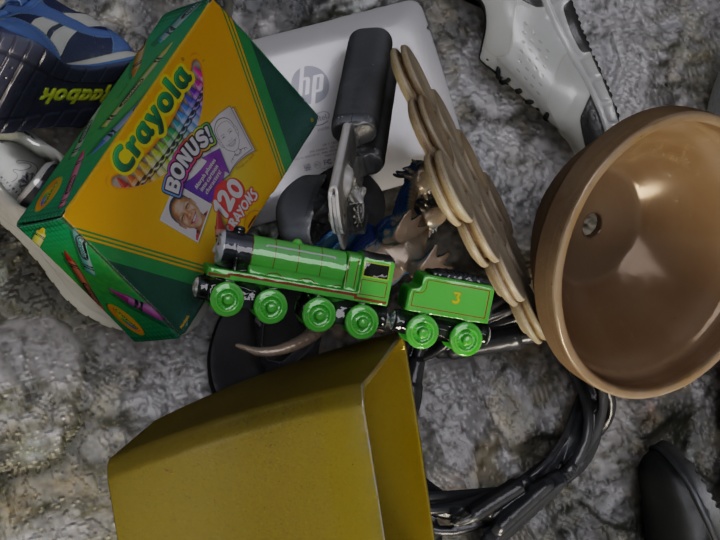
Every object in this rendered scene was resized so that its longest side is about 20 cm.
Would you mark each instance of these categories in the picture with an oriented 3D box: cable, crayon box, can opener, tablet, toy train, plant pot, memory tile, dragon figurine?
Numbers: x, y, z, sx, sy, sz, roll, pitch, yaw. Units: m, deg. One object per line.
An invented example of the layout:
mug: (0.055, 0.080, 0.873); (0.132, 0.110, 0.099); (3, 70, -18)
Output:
cable: (0.089, 0.096, 1.401); (0.200, 0.051, 0.163); (-41, 86, -13)
crayon box: (-0.124, -0.067, 1.311); (0.119, 0.058, 0.201); (47, 57, -27)
can opener: (-0.017, -0.091, 1.340); (0.066, 0.054, 0.201); (-3, 41, 10)
tablet: (-0.031, -0.112, 1.419); (0.199, 0.014, 0.131); (-16, 85, -15)
toy train: (-0.008, 0.013, 1.269); (0.199, 0.042, 0.057); (10, 95, -13)
plant pot: (-0.054, 0.163, 1.270); (0.175, 0.200, 0.201); (-7, 97, 10)
memory tile: (0.073, -0.049, 1.330); (0.017, 0.200, 0.154); (-25, 50, 11)
dragon figurine: (0.000, 0.000, 1.343); (0.200, 0.099, 0.059); (-42, 105, -7)
plant pot: (0.186, -0.021, 1.367); (0.200, 0.093, 0.202); (-12, 113, -30)

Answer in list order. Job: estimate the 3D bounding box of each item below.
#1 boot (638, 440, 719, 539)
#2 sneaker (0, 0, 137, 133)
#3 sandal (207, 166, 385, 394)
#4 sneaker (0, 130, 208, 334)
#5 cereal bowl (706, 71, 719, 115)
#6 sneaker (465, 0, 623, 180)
boot: (0.169, 0.234, 1.388); (0.199, 0.066, 0.166); (-25, 86, -10)
sneaker: (-0.226, -0.141, 1.309); (0.082, 0.200, 0.074); (46, 110, 21)
sandal: (-0.047, 0.016, 1.374); (0.076, 0.043, 0.201); (26, 81, -11)
sneaker: (-0.187, -0.025, 1.338); (0.200, 0.080, 0.077); (37, 74, -6)
cereal bowl: (0.343, -0.095, 1.462); (0.199, 0.083, 0.202); (2, 81, -12)
sneaker: (0.133, -0.144, 1.440); (0.080, 0.074, 0.201); (-24, 83, 2)
